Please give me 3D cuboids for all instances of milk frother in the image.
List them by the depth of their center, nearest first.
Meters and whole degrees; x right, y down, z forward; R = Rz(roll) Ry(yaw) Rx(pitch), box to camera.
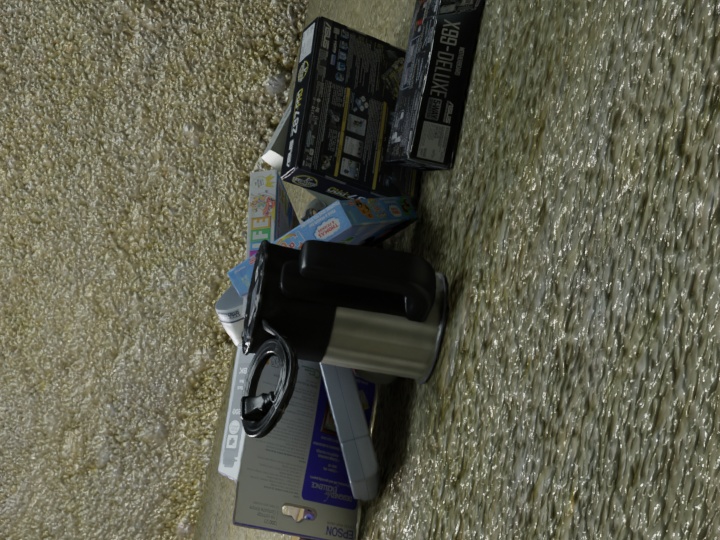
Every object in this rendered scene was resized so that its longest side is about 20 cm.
[{"bbox_3d":[-0.019,0.078,1.424,0.181,0.188,0.200,137,142,-76],"label":"milk frother"}]

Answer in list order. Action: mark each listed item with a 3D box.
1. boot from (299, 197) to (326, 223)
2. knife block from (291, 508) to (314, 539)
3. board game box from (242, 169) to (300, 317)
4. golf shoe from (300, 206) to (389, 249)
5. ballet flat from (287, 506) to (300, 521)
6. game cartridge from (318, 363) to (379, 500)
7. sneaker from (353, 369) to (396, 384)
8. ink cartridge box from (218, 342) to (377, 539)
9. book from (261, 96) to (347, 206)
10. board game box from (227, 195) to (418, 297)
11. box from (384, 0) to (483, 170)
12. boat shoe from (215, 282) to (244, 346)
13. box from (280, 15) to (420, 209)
[{"bbox_3d":[-0.050,-0.001,1.988,0.200,0.072,0.182,-156,78,-68],"label":"boot"},{"bbox_3d":[-0.065,0.381,1.754,0.176,0.064,0.200,137,142,-74],"label":"knife block"},{"bbox_3d":[-0.100,0.001,1.711,0.135,0.034,0.200,70,-163,-53],"label":"board game box"},{"bbox_3d":[0.000,0.000,1.779,0.078,0.094,0.200,93,157,-66],"label":"golf shoe"},{"bbox_3d":[-0.044,0.246,1.834,0.072,0.068,0.200,-16,59,59],"label":"ballet flat"},{"bbox_3d":[-0.018,0.139,1.558,0.133,0.041,0.200,72,-177,-71],"label":"game cartridge"},{"bbox_3d":[0.024,0.024,1.624,0.200,0.073,0.112,-106,30,-53],"label":"sneaker"},{"bbox_3d":[-0.071,0.199,1.636,0.043,0.198,0.200,-5,71,43],"label":"ink cartridge box"},{"bbox_3d":[-0.023,-0.175,1.736,0.048,0.134,0.200,-30,30,54],"label":"book"},{"bbox_3d":[-0.037,-0.029,1.589,0.037,0.151,0.200,61,-158,8],"label":"board game box"},{"bbox_3d":[0.079,-0.211,1.592,0.158,0.050,0.200,-165,86,-81],"label":"box"},{"bbox_3d":[-0.110,0.036,1.830,0.202,0.075,0.086,-55,-48,-56],"label":"boat shoe"},{"bbox_3d":[-0.001,-0.178,1.694,0.049,0.161,0.200,-30,48,57],"label":"box"}]
